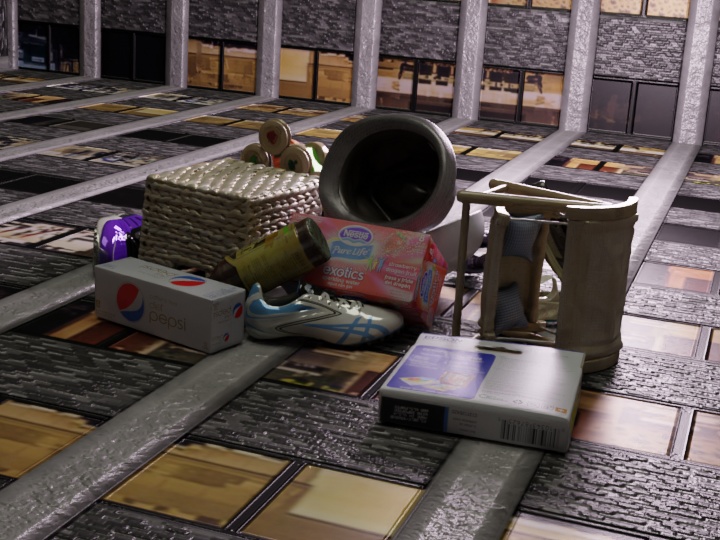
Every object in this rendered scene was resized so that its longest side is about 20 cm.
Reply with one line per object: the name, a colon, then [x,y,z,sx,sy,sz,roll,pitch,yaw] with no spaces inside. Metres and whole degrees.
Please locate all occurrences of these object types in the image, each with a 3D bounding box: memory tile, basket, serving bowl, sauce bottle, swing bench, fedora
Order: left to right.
basket: [-0.178,-0.053,1.605,0.196,0.163,0.199,14,20,30]
sauce bottle: [-0.136,0.002,1.456,0.198,0.065,0.065,-26,12,9]
memory tile: [-0.106,-0.102,1.679,0.200,0.153,0.017,50,31,9]
fedora: [0.051,-0.115,1.571,0.198,0.179,0.090,6,-16,31]
serving bowl: [0.090,-0.018,1.641,0.198,0.066,0.200,-23,0,0]
swing bench: [0.221,0.006,1.407,0.198,0.202,0.129,10,16,25]

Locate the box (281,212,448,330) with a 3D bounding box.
box: [0.000,0.000,1.502,0.198,0.096,0.103,10,-19,24]

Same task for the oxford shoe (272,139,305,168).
oxford shoe: [-0.074,-0.104,1.781,0.071,0.203,0.073,-18,-10,32]

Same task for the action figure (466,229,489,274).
action figure: [0.196,-0.030,1.684,0.069,0.132,0.200,16,-2,-13]

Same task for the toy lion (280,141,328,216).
toy lion: [-0.090,-0.077,1.717,0.199,0.194,0.068,-25,-6,32]

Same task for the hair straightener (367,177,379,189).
hair straightener: [0.015,-0.092,1.718,0.040,0.201,0.078,-16,52,-1]

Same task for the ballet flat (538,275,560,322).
ballet flat: [0.272,0.039,1.563,0.198,0.063,0.067,-2,16,-21]

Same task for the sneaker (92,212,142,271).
sneaker: [-0.328,-0.044,1.705,0.098,0.070,0.200,7,16,1]

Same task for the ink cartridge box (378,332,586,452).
ink cartridge box: [0.136,0.125,1.252,0.195,0.048,0.200,6,14,15]

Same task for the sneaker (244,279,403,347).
sneaker: [-0.043,0.051,1.424,0.197,0.073,0.072,3,14,-6]

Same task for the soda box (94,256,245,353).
soda box: [-0.235,0.040,1.422,0.198,0.069,0.063,14,19,33]

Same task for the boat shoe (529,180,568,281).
boat shoe: [0.287,-0.035,1.620,0.065,0.200,0.073,-35,12,23]
